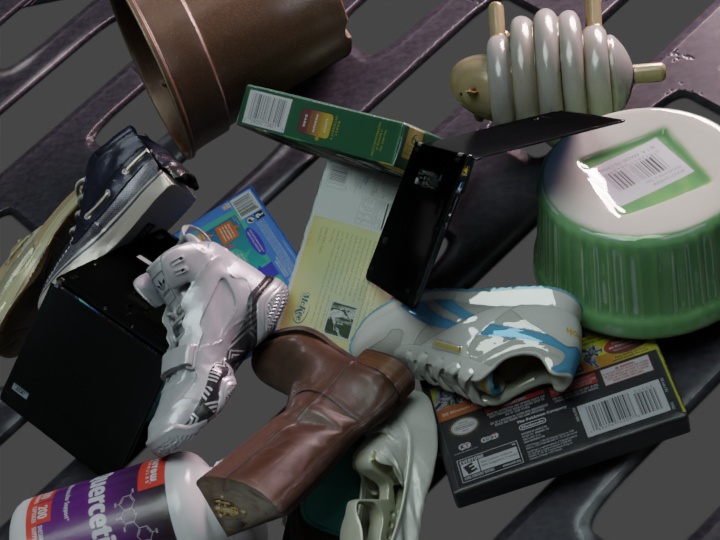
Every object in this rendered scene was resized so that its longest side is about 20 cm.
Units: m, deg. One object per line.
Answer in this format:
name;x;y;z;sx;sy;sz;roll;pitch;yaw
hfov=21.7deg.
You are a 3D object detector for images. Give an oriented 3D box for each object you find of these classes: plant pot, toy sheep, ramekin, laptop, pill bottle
plant pot;-0.126;-0.245;1.866;0.197;0.201;0.201;-27;46;-10
toy sheep;0.179;-0.179;1.715;0.198;0.139;0.139;-6;50;12
ramekin;0.239;-0.047;1.571;0.198;0.098;0.201;-7;41;6
laptop;0.106;-0.057;1.564;0.187;0.115;0.202;-148;79;-77
laptop;-0.199;0.072;1.688;0.199;0.104;0.177;-28;42;-36
pill bottle;-0.182;0.218;1.550;0.198;0.113;0.113;-18;47;8

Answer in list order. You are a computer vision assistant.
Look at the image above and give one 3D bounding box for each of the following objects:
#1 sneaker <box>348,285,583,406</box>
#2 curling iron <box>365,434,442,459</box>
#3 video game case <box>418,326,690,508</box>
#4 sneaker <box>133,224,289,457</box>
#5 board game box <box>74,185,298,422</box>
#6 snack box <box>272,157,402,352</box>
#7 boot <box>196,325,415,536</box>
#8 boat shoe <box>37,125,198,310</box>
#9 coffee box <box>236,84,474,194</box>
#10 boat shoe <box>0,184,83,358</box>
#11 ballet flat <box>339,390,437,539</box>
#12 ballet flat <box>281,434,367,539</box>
sneaker;0.083;0.066;1.536;0.198;0.077;0.081;-8;52;19
curling iron;0.028;0.157;1.573;0.198;0.026;0.050;-6;72;13
video game case;0.152;0.093;1.554;0.198;0.026;0.182;-19;44;3
sneaker;-0.149;0.055;1.565;0.075;0.115;0.201;-36;17;53
board game box;-0.149;0.028;1.738;0.199;0.045;0.152;-31;48;-5
snack box;0.000;0.000;1.673;0.115;0.037;0.201;16;56;1
boot;-0.078;0.130;1.516;0.185;0.065;0.200;3;36;45
boat shoe;-0.247;-0.046;1.791;0.200;0.075;0.093;-44;62;7
coffee box;-0.006;-0.122;1.740;0.199;0.123;0.044;17;89;36
boat shoe;-0.314;-0.009;1.825;0.065;0.072;0.201;19;67;33
ballet flat;0.019;0.181;1.500;0.069;0.070;0.202;-2;63;22
ballet flat;-0.043;0.221;1.520;0.072;0.073;0.202;-1;57;22
